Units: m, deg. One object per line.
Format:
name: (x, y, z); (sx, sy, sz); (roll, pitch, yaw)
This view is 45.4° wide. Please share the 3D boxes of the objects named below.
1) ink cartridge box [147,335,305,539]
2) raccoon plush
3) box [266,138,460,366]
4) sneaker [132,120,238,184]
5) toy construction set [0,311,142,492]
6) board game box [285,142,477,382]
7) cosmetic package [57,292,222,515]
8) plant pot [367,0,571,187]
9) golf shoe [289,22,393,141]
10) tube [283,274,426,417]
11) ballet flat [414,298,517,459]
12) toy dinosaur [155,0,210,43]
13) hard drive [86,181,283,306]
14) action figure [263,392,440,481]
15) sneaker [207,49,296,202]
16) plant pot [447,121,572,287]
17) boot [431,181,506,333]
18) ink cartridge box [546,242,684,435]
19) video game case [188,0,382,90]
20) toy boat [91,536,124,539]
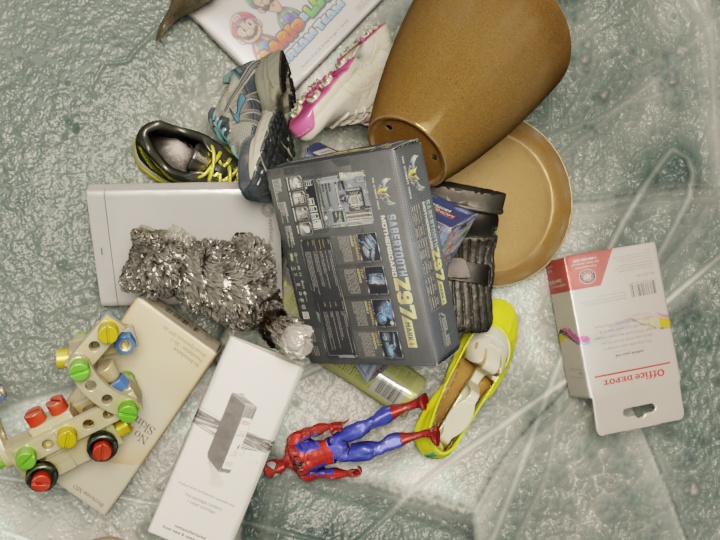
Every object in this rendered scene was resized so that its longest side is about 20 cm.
ink cartridge box: (-0.135, 0.172, 0.881); (0.083, 0.144, 0.203); (24, 83, -6)
raccoon plush: (-0.141, 0.011, 0.816); (0.132, 0.199, 0.099); (8, 98, -39)
box: (0.002, -0.012, 0.813); (0.051, 0.156, 0.203); (-27, 108, -49)
sneaker: (-0.157, -0.100, 0.927); (0.197, 0.085, 0.076); (21, 83, -6)
toy construction set: (-0.289, 0.125, 0.805); (0.197, 0.093, 0.133); (-19, 117, 6)
board game box: (0.000, 0.000, 0.891); (0.198, 0.061, 0.203); (26, 119, 25)
cosmetic package: (-0.241, 0.134, 0.890); (0.103, 0.073, 0.202); (34, 90, -6)
plant pot: (0.095, -0.190, 0.891); (0.185, 0.186, 0.201); (38, 61, -4)
golf shoe: (-0.002, -0.190, 0.935); (0.092, 0.075, 0.201); (50, 50, -17)
tube: (-0.020, 0.085, 0.957); (0.198, 0.058, 0.052); (34, 125, 1)
ballet flat: (0.127, 0.123, 0.963); (0.066, 0.067, 0.202); (32, 82, -4)
toy dinosaur: (-0.174, -0.341, 0.925); (0.101, 0.077, 0.203); (19, 78, 8)
hard drive: (-0.182, -0.027, 0.913); (0.196, 0.027, 0.134); (-1, 116, -5)
action figure: (-0.016, 0.188, 0.926); (0.197, 0.052, 0.066); (-20, 101, 15)
sneaker: (-0.116, -0.143, 0.898); (0.085, 0.078, 0.202); (-9, 47, 12)
plant pot: (0.149, -0.082, 1.002); (0.196, 0.027, 0.204); (1, 86, -9)
boot: (0.052, -0.021, 0.938); (0.208, 0.079, 0.161); (12, 103, 16)
ink cartridge box: (0.293, 0.078, 0.992); (0.114, 0.067, 0.204); (-8, 86, -9)
video game case: (-0.089, -0.323, 0.985); (0.182, 0.024, 0.200); (44, 81, -3)
toy boat: (-0.262, 0.383, 0.862); (0.128, 0.132, 0.201); (-17, 46, -9)
